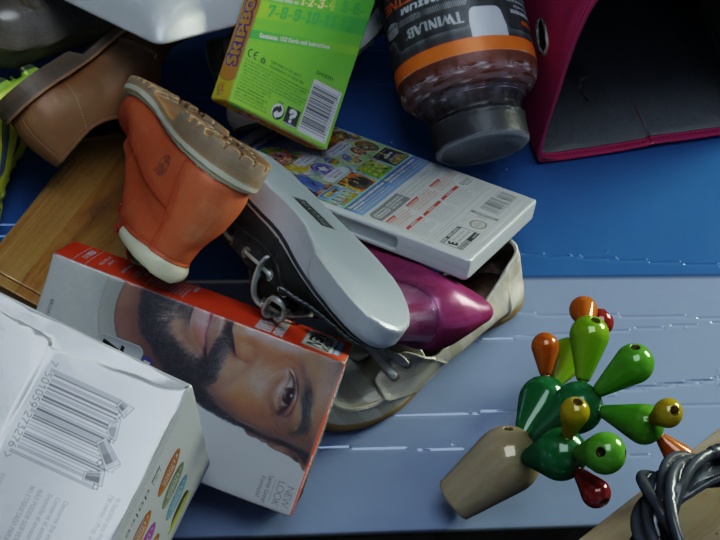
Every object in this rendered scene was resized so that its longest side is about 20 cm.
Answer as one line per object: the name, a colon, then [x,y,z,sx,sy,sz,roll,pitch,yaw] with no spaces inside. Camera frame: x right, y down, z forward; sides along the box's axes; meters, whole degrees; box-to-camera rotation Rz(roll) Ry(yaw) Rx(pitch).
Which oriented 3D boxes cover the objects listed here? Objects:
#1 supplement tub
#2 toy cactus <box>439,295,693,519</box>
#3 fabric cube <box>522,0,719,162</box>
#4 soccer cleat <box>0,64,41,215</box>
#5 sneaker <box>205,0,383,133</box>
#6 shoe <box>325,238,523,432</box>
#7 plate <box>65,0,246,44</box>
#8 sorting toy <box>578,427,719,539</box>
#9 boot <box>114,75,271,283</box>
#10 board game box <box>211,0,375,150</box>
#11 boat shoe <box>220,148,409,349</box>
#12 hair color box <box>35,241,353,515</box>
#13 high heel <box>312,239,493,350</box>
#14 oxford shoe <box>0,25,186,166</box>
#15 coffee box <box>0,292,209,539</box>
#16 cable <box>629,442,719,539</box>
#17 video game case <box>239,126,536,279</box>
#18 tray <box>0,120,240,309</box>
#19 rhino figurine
supplement tub: [0.069,-0.181,1.575,0.107,0.107,0.201,-8,74,-16]
toy cactus: [0.130,0.107,1.426,0.165,0.102,0.200,-38,26,11]
fabric cube: [0.207,-0.229,1.620,0.199,0.196,0.200,-10,59,-17]
soccer cleat: [-0.270,-0.069,1.510,0.084,0.065,0.200,50,51,-13]
sneaker: [-0.043,-0.181,1.587,0.200,0.074,0.080,-48,117,-44]
shoe: [0.037,0.040,1.489,0.200,0.053,0.070,-35,68,-29]
plate: [-0.131,-0.224,1.558,0.200,0.032,0.199,-20,35,-40]
sorting toy: [0.257,0.217,1.401,0.200,0.070,0.199,-33,68,-29]
boot: [-0.132,-0.061,1.418,0.075,0.107,0.200,28,8,-25]
board game box: [-0.032,-0.194,1.507,0.095,0.030,0.201,24,83,-40]
boat shoe: [-0.041,0.000,1.390,0.073,0.068,0.199,15,25,-48]
hair color box: [-0.117,0.068,1.398,0.199,0.111,0.064,20,10,2]
high heel: [0.000,0.000,1.479,0.096,0.068,0.200,-5,19,-34]
oxford shoe: [-0.169,-0.135,1.530,0.071,0.071,0.200,51,52,-3]
coffee box: [-0.221,0.135,1.257,0.199,0.198,0.200,25,73,7]
cable: [0.247,0.181,1.338,0.199,0.051,0.164,-2,67,-34]
video game case: [0.009,-0.056,1.513,0.199,0.018,0.143,21,26,16]
tray: [-0.172,-0.037,1.511,0.098,0.037,0.200,28,54,8]
rhino figurine: [-0.213,-0.194,1.587,0.200,0.060,0.087,-20,41,-38]
